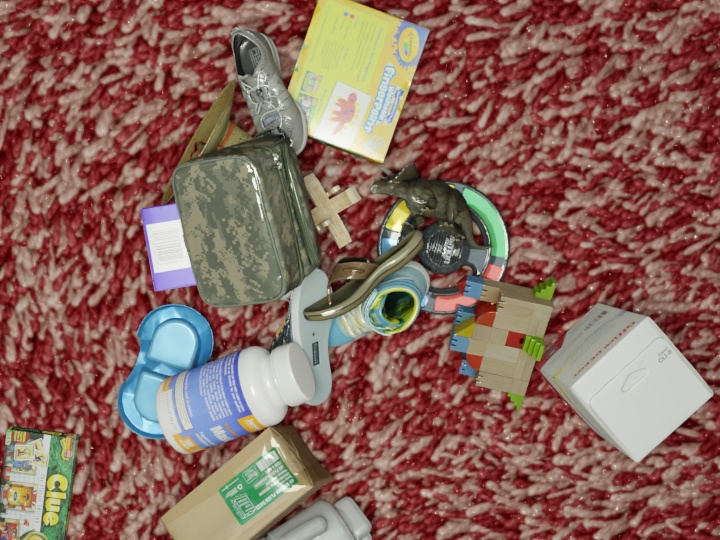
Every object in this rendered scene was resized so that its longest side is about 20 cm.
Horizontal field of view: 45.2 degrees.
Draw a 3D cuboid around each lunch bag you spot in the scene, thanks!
[{"bbox_3d":[-0.131,-0.071,1.106,0.139,0.168,0.201,-8,104,24],"label":"lunch bag"}]

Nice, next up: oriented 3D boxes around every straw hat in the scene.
[{"bbox_3d":[-0.192,-0.158,1.210,0.085,0.201,0.202,30,91,-19],"label":"straw hat"}]

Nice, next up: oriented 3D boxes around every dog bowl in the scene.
[{"bbox_3d":[-0.284,0.146,1.278,0.111,0.050,0.201,18,92,-4],"label":"dog bowl"}]

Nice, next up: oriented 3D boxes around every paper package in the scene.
[{"bbox_3d":[-0.155,0.319,1.217,0.200,0.191,0.104,-38,79,-1],"label":"paper package"}]

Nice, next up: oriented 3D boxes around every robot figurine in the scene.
[{"bbox_3d":[-0.079,0.412,1.252,0.199,0.170,0.113,-29,50,-21],"label":"robot figurine"}]

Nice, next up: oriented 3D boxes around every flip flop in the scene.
[{"bbox_3d":[0.000,0.000,1.182,0.200,0.081,0.058,-37,105,-4],"label":"flip flop"}]

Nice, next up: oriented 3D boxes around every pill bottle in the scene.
[{"bbox_3d":[-0.168,0.170,1.183,0.199,0.112,0.113,-20,94,14],"label":"pill bottle"}]

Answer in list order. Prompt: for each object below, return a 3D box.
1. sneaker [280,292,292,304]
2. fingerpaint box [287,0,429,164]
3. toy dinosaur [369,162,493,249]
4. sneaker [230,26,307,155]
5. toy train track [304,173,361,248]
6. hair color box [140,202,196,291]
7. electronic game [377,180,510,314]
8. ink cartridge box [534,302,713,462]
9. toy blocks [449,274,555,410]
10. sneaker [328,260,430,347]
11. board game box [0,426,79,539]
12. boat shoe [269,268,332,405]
[{"bbox_3d":[-0.116,-0.045,1.266,0.114,0.075,0.201,12,86,-13],"label":"sneaker"},{"bbox_3d":[-0.012,-0.275,1.255,0.166,0.073,0.201,19,94,-3],"label":"fingerpaint box"},{"bbox_3d":[0.113,-0.094,1.233,0.199,0.077,0.103,19,53,-11],"label":"toy dinosaur"},{"bbox_3d":[-0.137,-0.241,1.187,0.075,0.082,0.201,-28,74,19],"label":"sneaker"},{"bbox_3d":[-0.076,-0.069,1.228,0.200,0.033,0.115,-32,94,-27],"label":"toy train track"},{"bbox_3d":[-0.245,-0.037,1.193,0.064,0.200,0.110,-9,95,-4],"label":"hair color box"},{"bbox_3d":[0.124,-0.034,1.290,0.199,0.042,0.201,0,93,-3],"label":"electronic game"},{"bbox_3d":[0.365,0.152,1.231,0.145,0.200,0.145,-42,94,0],"label":"ink cartridge box"},{"bbox_3d":[0.193,0.094,1.268,0.136,0.100,0.201,12,114,0],"label":"toy blocks"},{"bbox_3d":[0.005,0.064,1.230,0.200,0.131,0.080,-34,101,17],"label":"sneaker"},{"bbox_3d":[-0.485,0.339,1.293,0.104,0.023,0.201,7,93,-5],"label":"board game box"},{"bbox_3d":[-0.093,0.091,1.248,0.071,0.091,0.201,-11,107,-43],"label":"boat shoe"}]
